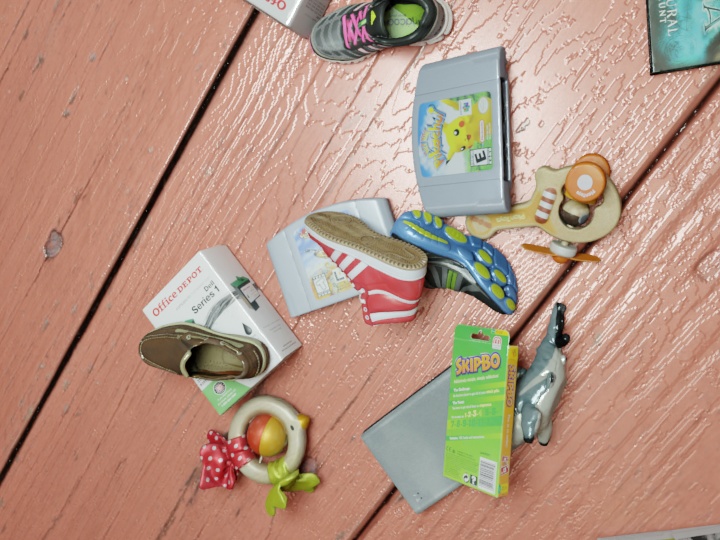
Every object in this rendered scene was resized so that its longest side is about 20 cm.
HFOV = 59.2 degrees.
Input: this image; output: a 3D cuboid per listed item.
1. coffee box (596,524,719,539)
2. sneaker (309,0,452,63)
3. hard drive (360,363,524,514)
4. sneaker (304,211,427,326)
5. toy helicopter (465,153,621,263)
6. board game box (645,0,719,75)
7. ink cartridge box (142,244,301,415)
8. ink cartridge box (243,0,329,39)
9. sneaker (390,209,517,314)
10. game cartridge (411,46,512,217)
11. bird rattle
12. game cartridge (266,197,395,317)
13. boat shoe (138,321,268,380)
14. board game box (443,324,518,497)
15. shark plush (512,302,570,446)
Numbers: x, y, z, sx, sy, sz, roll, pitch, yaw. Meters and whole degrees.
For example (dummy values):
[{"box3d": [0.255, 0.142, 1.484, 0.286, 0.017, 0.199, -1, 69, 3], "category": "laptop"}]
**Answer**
[{"box3d": [0.408, 0.454, 0.756, 0.196, 0.197, 0.204, -13, 94, 18], "category": "coffee box"}, {"box3d": [0.018, -0.321, 0.824, 0.195, 0.087, 0.076, -2, 97, 17], "category": "sneaker"}, {"box3d": [0.116, 0.234, 0.901, 0.199, 0.033, 0.140, -40, 85, 18], "category": "hard drive"}, {"box3d": [0.000, 0.000, 0.848, 0.198, 0.071, 0.114, 28, 132, 33], "category": "sneaker"}, {"box3d": [0.232, -0.065, 0.815, 0.196, 0.079, 0.135, -7, 105, 28], "category": "toy helicopter"}, {"box3d": [0.402, -0.343, 0.735, 0.132, 0.028, 0.205, -5, 96, 18], "category": "board game box"}, {"box3d": [-0.209, 0.085, 0.952, 0.146, 0.084, 0.201, -41, 86, 18], "category": "ink cartridge box"}, {"box3d": [-0.091, -0.440, 0.842, 0.143, 0.084, 0.202, 34, 106, 10], "category": "ink cartridge box"}, {"box3d": [0.125, -0.006, 0.850, 0.197, 0.071, 0.083, 31, 143, -2], "category": "sneaker"}, {"box3d": [0.128, -0.172, 0.817, 0.131, 0.040, 0.205, -1, 93, 40], "category": "game cartridge"}, {"box3d": [-0.151, 0.274, 0.975, 0.197, 0.112, 0.167, 19, 91, 27], "category": "bird rattle"}, {"box3d": [-0.036, -0.024, 0.911, 0.196, 0.042, 0.136, -20, 96, 18], "category": "game cartridge"}, {"box3d": [-0.230, 0.115, 0.878, 0.198, 0.075, 0.077, 0, 98, 17], "category": "boat shoe"}, {"box3d": [0.154, 0.175, 0.818, 0.095, 0.030, 0.205, 3, 90, 52], "category": "board game box"}, {"box3d": [0.219, 0.138, 0.822, 0.082, 0.090, 0.204, 21, 98, 34], "category": "shark plush"}]
